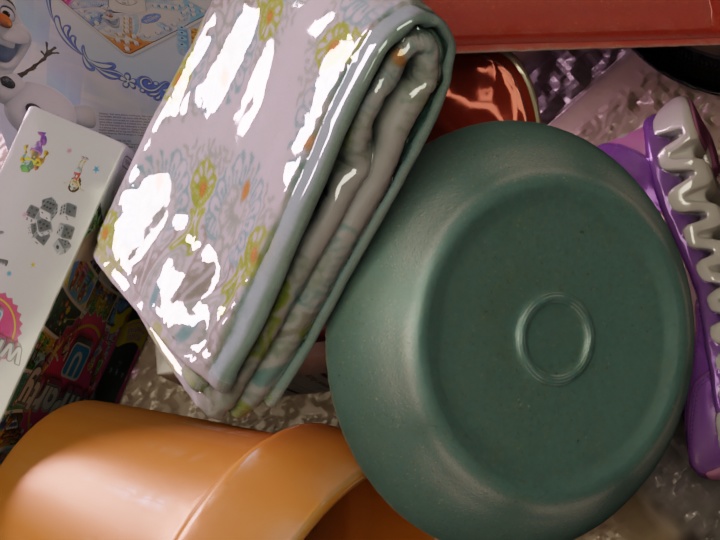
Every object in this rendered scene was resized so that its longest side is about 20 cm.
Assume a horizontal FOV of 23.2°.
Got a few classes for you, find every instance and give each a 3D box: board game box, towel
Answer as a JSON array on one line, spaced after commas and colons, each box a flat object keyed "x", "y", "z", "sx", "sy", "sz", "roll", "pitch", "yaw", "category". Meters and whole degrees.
[{"x": -0.168, "y": 0.031, "z": 0.933, "sx": 0.064, "sy": 0.148, "sz": 0.201, "roll": 22, "pitch": 84, "yaw": 15, "category": "board game box"}, {"x": -0.129, "y": -0.143, "z": 0.927, "sx": 0.199, "sy": 0.199, "sz": 0.043, "roll": 5, "pitch": 48, "yaw": 22, "category": "board game box"}, {"x": -0.047, "y": -0.053, "z": 0.798, "sx": 0.200, "sy": 0.048, "sz": 0.171, "roll": -61, "pitch": 36, "yaw": 12, "category": "towel"}]

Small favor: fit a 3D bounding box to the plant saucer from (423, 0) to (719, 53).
[{"x": 0.089, "y": -0.196, "z": 0.857, "sx": 0.199, "sy": 0.037, "sz": 0.201, "roll": -4, "pitch": 76, "yaw": -15, "category": "plant saucer"}]

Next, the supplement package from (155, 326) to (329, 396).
[{"x": 0.000, "y": 0.000, "z": 0.920, "sx": 0.199, "sy": 0.110, "sz": 0.114, "roll": -8, "pitch": 76, "yaw": 11, "category": "supplement package"}]

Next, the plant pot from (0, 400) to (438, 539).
[{"x": -0.086, "y": 0.154, "z": 0.872, "sx": 0.183, "sy": 0.200, "sz": 0.201, "roll": 21, "pitch": 83, "yaw": 28, "category": "plant pot"}]

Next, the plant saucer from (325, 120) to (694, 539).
[{"x": 0.080, "y": 0.031, "z": 0.794, "sx": 0.199, "sy": 0.036, "sz": 0.201, "roll": 1, "pitch": 88, "yaw": -27, "category": "plant saucer"}]

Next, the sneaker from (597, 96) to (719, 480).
[{"x": 0.154, "y": 0.014, "z": 0.906, "sx": 0.088, "sy": 0.080, "sz": 0.201, "roll": -14, "pitch": 70, "yaw": 16, "category": "sneaker"}]

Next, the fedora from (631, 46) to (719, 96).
[{"x": 0.219, "y": -0.190, "z": 0.921, "sx": 0.200, "sy": 0.092, "sz": 0.201, "roll": -3, "pitch": 77, "yaw": 12, "category": "fedora"}]

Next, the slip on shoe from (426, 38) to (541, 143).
[{"x": 0.040, "y": -0.016, "z": 0.826, "sx": 0.074, "sy": 0.061, "sz": 0.201, "roll": 12, "pitch": 80, "yaw": 16, "category": "slip on shoe"}]
